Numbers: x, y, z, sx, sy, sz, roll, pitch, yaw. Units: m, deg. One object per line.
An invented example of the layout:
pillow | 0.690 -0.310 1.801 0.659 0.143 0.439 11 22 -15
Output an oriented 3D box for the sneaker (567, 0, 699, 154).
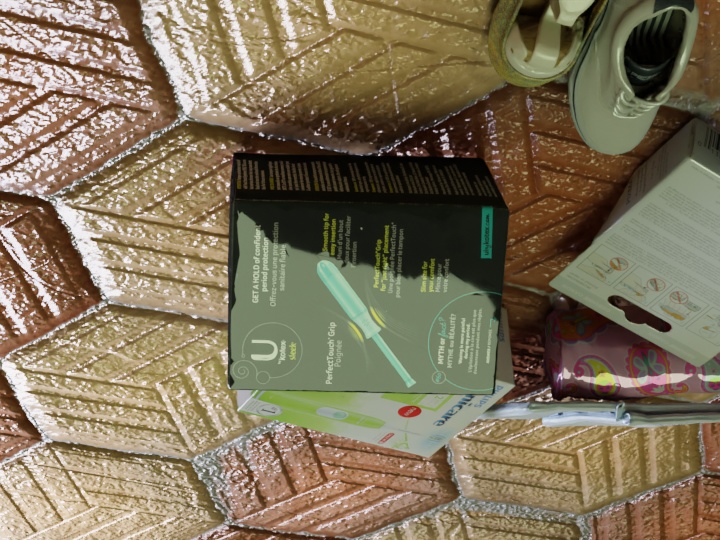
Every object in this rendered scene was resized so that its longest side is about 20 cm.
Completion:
sneaker | 0.187 -0.139 1.113 0.073 0.071 0.200 -2 144 -2

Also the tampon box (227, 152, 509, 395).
tampon box | 0.000 0.000 1.199 0.199 0.126 0.150 2 110 -5

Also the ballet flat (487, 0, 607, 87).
ballet flat | 0.132 -0.176 1.063 0.070 0.071 0.200 7 143 -14

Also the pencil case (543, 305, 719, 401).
pencil case | 0.262 0.072 1.404 0.199 0.088 0.088 -2 144 -3

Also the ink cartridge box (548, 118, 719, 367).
ink cartridge box | 0.272 -0.017 1.281 0.162 0.057 0.200 29 145 -12

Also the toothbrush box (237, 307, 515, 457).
toothbrush box | 0.011 0.077 1.390 0.199 0.086 0.146 16 141 -27

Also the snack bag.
snack bag | 0.204 0.132 1.450 0.199 0.021 0.189 3 173 -18
